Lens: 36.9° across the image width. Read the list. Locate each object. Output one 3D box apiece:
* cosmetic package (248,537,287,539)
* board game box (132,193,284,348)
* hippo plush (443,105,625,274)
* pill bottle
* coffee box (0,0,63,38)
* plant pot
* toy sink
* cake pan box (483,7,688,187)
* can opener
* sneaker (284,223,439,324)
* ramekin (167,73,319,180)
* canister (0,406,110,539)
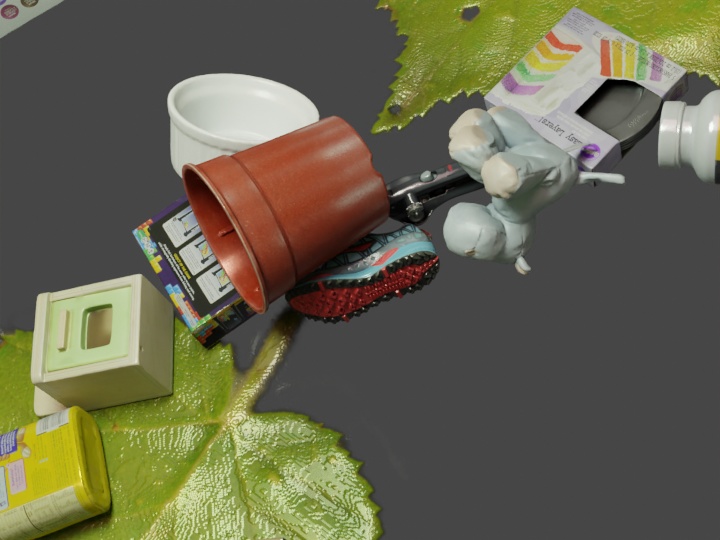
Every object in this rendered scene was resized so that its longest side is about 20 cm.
[{"bbox_3d":[-0.163,0.351,1.206,0.200,0.105,0.071,-8,61,13],"label":"cosmetic package"},{"bbox_3d":[-0.190,-0.021,1.442,0.165,0.057,0.200,-34,57,-3],"label":"board game box"},{"bbox_3d":[0.171,-0.094,1.305,0.200,0.161,0.159,-1,41,-32],"label":"hippo plush"},{"bbox_3d":[0.455,-0.153,1.258,0.200,0.112,0.112,5,65,22],"label":"pill bottle"},{"bbox_3d":[-0.614,-0.535,1.777,0.199,0.198,0.200,-29,56,3],"label":"coffee box"},{"bbox_3d":[-0.082,-0.080,1.309,0.195,0.201,0.201,-28,56,-16],"label":"plant pot"},{"bbox_3d":[-0.355,0.099,1.400,0.200,0.112,0.131,-11,60,13],"label":"toy sink"},{"bbox_3d":[0.292,-0.225,1.390,0.184,0.052,0.200,-45,59,-5],"label":"cake pan box"},{"bbox_3d":[0.116,-0.117,1.383,0.200,0.063,0.079,-20,58,8],"label":"can opener"},{"bbox_3d":[0.000,0.000,1.367,0.200,0.079,0.096,-17,41,5],"label":"sneaker"},{"bbox_3d":[-0.161,-0.177,1.443,0.200,0.098,0.201,9,33,-6],"label":"ramekin"},{"bbox_3d":[-0.424,0.269,1.349,0.200,0.087,0.149,-22,58,5],"label":"canister"}]
